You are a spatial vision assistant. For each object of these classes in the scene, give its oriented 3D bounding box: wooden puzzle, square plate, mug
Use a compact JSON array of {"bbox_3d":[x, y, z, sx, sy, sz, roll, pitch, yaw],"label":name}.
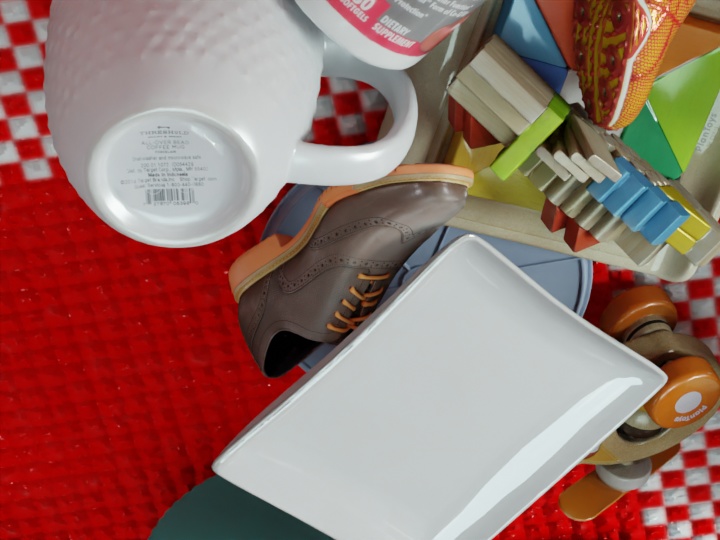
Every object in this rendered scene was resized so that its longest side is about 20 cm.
[{"bbox_3d":[0.122,-0.091,1.354,0.200,0.037,0.185,15,116,-10],"label":"wooden puzzle"},{"bbox_3d":[0.045,0.080,1.381,0.198,0.028,0.200,-43,133,14],"label":"square plate"},{"bbox_3d":[-0.068,-0.096,1.282,0.200,0.176,0.148,9,129,-8],"label":"mug"}]

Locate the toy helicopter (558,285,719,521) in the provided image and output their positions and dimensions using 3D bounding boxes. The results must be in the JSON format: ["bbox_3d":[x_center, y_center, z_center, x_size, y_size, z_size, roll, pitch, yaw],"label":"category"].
[{"bbox_3d":[0.130,0.106,1.489,0.200,0.079,0.132,-27,140,-1],"label":"toy helicopter"}]

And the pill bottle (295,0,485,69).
[{"bbox_3d":[0.055,-0.202,1.238,0.111,0.111,0.200,35,121,-25],"label":"pill bottle"}]

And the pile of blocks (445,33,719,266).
[{"bbox_3d":[0.115,-0.045,1.316,0.200,0.082,0.062,36,109,-24],"label":"pile of blocks"}]

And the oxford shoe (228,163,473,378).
[{"bbox_3d":[0.000,0.000,1.347,0.071,0.073,0.200,5,155,-33],"label":"oxford shoe"}]

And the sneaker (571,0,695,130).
[{"bbox_3d":[0.162,-0.163,1.271,0.077,0.073,0.200,3,117,-25],"label":"sneaker"}]

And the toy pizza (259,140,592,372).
[{"bbox_3d":[0.037,-0.001,1.451,0.200,0.032,0.201,0,126,0],"label":"toy pizza"}]

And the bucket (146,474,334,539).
[{"bbox_3d":[-0.038,0.219,1.530,0.207,0.207,0.135,-10,123,8],"label":"bucket"}]
